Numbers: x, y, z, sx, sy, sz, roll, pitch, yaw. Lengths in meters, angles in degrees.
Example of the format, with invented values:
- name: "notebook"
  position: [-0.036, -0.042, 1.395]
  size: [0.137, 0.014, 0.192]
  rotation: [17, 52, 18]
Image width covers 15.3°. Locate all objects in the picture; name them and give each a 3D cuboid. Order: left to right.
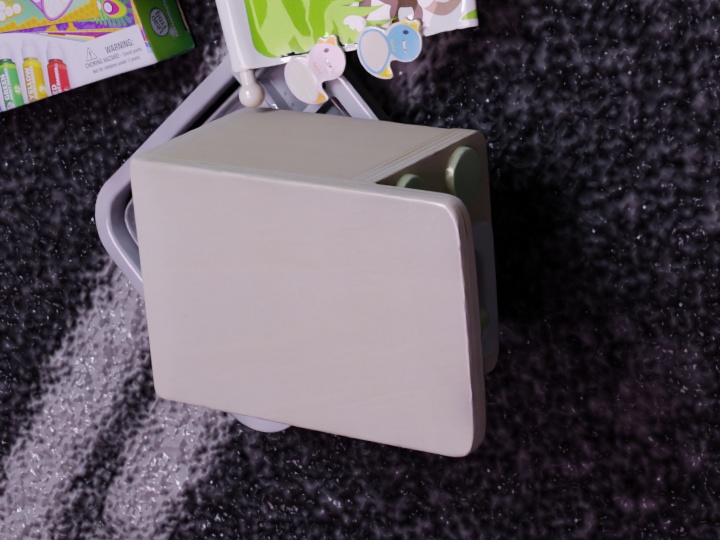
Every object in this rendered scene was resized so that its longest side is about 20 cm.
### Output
- name: "craft kit box"
  position: [-0.208, -0.189, 1.495]
  size: [0.200, 0.048, 0.198]
  rotation: [-15, 97, 35]
- name: "dish rack"
  position: [-0.039, -0.025, 1.447]
  size: [0.172, 0.044, 0.200]
  rotation: [52, 126, 5]
- name: "toy sink"
  position: [0.000, 0.000, 1.338]
  size: [0.199, 0.112, 0.131]
  rotation: [8, 113, 35]
- name: "growth chart"
  position: [0.005, -0.171, 1.351]
  size: [0.200, 0.018, 0.145]
  rotation: [-21, 89, 24]
